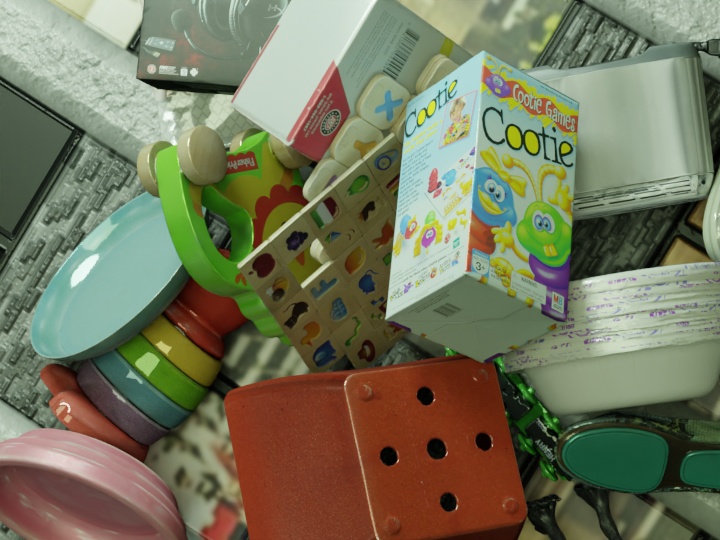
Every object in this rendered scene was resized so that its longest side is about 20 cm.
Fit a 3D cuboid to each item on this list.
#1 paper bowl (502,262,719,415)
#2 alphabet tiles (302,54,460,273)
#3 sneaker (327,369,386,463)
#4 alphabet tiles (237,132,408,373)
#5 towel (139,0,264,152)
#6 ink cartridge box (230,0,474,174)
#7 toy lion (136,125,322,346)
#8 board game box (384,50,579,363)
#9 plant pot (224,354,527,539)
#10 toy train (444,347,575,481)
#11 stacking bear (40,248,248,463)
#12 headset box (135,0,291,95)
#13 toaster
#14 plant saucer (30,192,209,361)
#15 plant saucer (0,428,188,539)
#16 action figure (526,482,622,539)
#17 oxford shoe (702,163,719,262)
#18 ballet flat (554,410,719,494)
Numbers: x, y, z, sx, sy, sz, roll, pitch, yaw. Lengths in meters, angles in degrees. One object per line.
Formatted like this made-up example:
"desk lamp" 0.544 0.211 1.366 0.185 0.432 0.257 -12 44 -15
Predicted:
"paper bowl" 0.213 0.059 1.534 0.199 0.201 0.105 -8 85 10
"alphabet tiles" 0.038 -0.080 1.586 0.015 0.195 0.201 35 94 37
"sneaker" -0.003 0.173 1.637 0.086 0.075 0.201 -33 82 1
"alphabet tiles" 0.000 0.000 1.584 0.167 0.200 0.008 -41 49 -8
"towel" -0.096 -0.200 1.695 0.199 0.032 0.192 -8 85 9
"ink cartridge box" 0.008 -0.149 1.582 0.083 0.200 0.146 33 94 37
"toy lion" -0.084 -0.029 1.599 0.068 0.200 0.193 -16 88 36
"board game box" 0.097 -0.048 1.474 0.103 0.105 0.201 24 57 -28
"plant pot" 0.025 0.162 1.525 0.199 0.176 0.201 -6 75 -25
"toy train" 0.124 0.099 1.622 0.042 0.056 0.200 -41 80 12
"stacking bear" -0.169 0.064 1.654 0.114 0.121 0.200 41 92 -23
"headset box" -0.106 -0.255 1.646 0.148 0.077 0.201 6 90 10
"toaster" 0.220 -0.115 1.590 0.199 0.114 0.130 -9 89 8
"plant saucer" -0.204 0.005 1.643 0.200 0.200 0.027 -40 119 6
"plant saucer" -0.236 0.198 1.632 0.199 0.201 0.051 17 59 11
"action figure" 0.202 0.278 1.576 0.118 0.102 0.201 -19 82 -2
"oxford shoe" 0.332 -0.095 1.564 0.057 0.075 0.201 -2 60 37
"ballet flat" 0.250 0.148 1.569 0.199 0.074 0.075 10 88 -12
